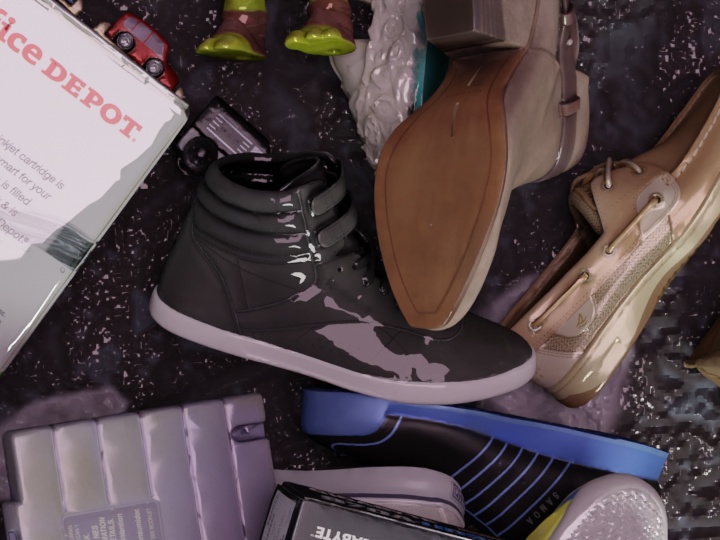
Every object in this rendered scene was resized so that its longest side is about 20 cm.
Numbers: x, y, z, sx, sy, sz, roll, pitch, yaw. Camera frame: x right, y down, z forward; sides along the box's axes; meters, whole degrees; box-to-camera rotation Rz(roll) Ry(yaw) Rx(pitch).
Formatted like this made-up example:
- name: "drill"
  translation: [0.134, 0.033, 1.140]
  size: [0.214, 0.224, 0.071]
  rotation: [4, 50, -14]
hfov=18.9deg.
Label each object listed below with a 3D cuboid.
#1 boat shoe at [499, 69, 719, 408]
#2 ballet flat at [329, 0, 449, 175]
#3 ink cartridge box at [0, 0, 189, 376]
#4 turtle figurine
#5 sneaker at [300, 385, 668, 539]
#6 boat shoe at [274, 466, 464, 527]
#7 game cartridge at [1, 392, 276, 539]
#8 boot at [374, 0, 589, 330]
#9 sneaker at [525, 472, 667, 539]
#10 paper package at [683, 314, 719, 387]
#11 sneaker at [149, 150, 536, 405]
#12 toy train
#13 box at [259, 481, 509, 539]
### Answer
- name: "boat shoe"
  translation: [0.141, -0.028, 1.135]
  size: [0.064, 0.071, 0.201]
  rotation: [33, 83, -9]
- name: "ballet flat"
  translation: [0.018, -0.131, 1.126]
  size: [0.071, 0.072, 0.202]
  rotation: [9, 84, -11]
- name: "ink cartridge box"
  translation: [-0.194, -0.042, 1.045]
  size: [0.146, 0.083, 0.201]
  rotation: [38, 93, -7]
- name: "turtle figurine"
  translation: [-0.051, -0.191, 1.107]
  size: [0.198, 0.064, 0.163]
  rotation: [0, 86, 8]
- name: "sneaker"
  translation: [0.061, 0.110, 1.115]
  size: [0.198, 0.070, 0.079]
  rotation: [12, 89, -8]
- name: "boat shoe"
  translation: [-0.047, 0.144, 1.066]
  size: [0.198, 0.071, 0.070]
  rotation: [-3, 55, 4]
- name: "game cartridge"
  translation: [-0.093, 0.165, 1.002]
  size: [0.128, 0.038, 0.202]
  rotation: [-7, 86, -17]
- name: "boot"
  translation: [0.072, -0.066, 1.091]
  size: [0.070, 0.146, 0.202]
  rotation: [6, 87, 28]
- name: "sneaker"
  translation: [0.081, 0.178, 1.088]
  size: [0.075, 0.105, 0.201]
  rotation: [25, 100, -17]
- name: "paper package"
  translation: [0.311, 0.028, 1.151]
  size: [0.190, 0.103, 0.201]
  rotation: [39, 81, -9]
- name: "sneaker"
  translation: [0.000, 0.000, 1.076]
  size: [0.198, 0.071, 0.100]
  rotation: [13, 115, -3]
- name: "toy train"
  translation: [-0.118, -0.106, 1.105]
  size: [0.200, 0.034, 0.046]
  rotation: [42, 78, -8]
- name: "box"
  translation: [0.037, 0.198, 0.988]
  size: [0.198, 0.046, 0.161]
  rotation: [16, 90, -17]
